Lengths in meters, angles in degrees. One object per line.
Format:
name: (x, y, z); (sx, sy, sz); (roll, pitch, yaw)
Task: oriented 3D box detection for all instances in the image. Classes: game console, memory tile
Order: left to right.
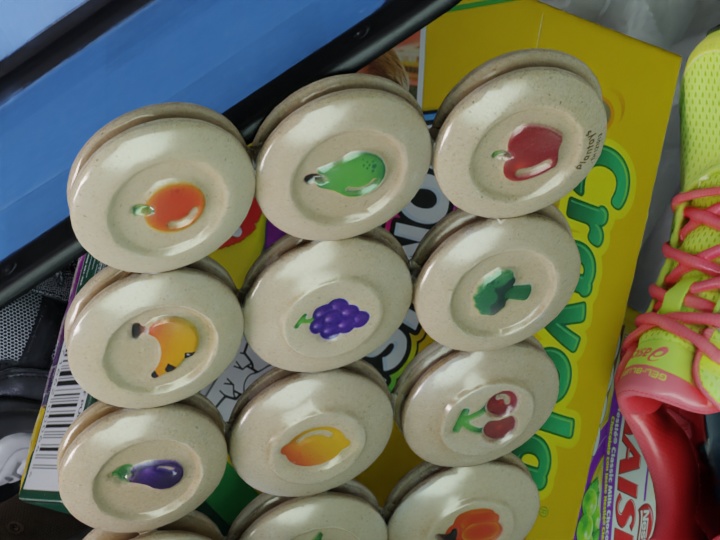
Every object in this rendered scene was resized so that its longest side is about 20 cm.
game console: (-0.079, -0.101, 0.760); (0.199, 0.116, 0.176); (-32, 86, 9)
memory tile: (-0.011, 0.028, 0.748); (0.152, 0.017, 0.201); (-8, 133, -16)

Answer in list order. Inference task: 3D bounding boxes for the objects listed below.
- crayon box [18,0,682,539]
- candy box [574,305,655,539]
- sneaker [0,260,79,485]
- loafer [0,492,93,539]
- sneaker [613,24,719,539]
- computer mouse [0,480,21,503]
crayon box: (0.000, 0.000, 0.860); (0.172, 0.058, 0.201); (17, 80, -21)
candy box: (0.076, 0.113, 0.941); (0.102, 0.026, 0.201); (28, 72, -55)
sneaker: (-0.106, 0.003, 0.890); (0.199, 0.075, 0.114); (-17, 108, -21)
loafer: (-0.131, 0.118, 0.859); (0.199, 0.071, 0.073); (-24, 124, -39)
sneaker: (0.123, 0.018, 0.868); (0.090, 0.078, 0.201); (-3, 87, -34)
computer mouse: (-0.056, 0.084, 0.932); (0.199, 0.034, 0.059); (2, 106, 16)
